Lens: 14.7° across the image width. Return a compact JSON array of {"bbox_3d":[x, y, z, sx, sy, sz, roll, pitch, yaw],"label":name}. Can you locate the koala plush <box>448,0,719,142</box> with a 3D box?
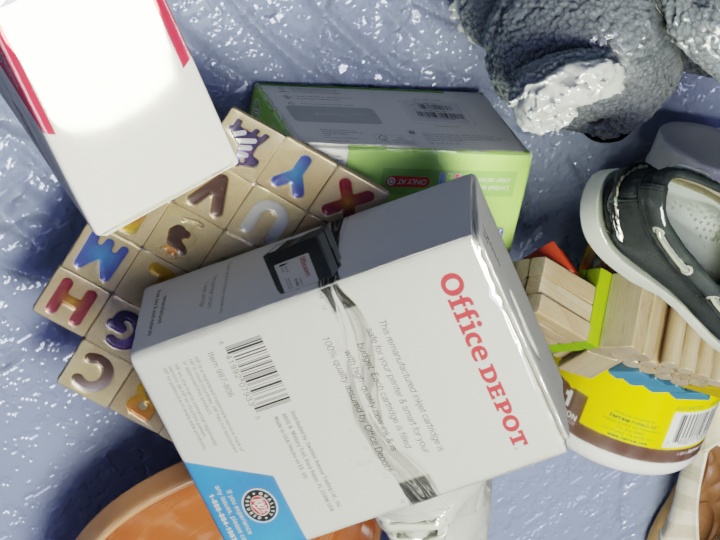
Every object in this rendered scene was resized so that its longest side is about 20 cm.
[{"bbox_3d":[0.158,-0.138,1.552,0.200,0.177,0.184,-11,127,-6],"label":"koala plush"}]

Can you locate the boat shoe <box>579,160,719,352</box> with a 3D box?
[{"bbox_3d":[0.207,0.000,1.536,0.200,0.060,0.076,23,70,-37],"label":"boat shoe"}]

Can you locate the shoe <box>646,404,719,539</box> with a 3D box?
[{"bbox_3d":[0.240,0.121,1.810,0.070,0.053,0.200,1,118,-24],"label":"shoe"}]

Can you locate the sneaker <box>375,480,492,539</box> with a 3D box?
[{"bbox_3d":[0.044,0.168,1.663,0.074,0.116,0.200,-3,166,14],"label":"sneaker"}]

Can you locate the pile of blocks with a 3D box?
[{"bbox_3d":[0.160,0.028,1.612,0.200,0.082,0.062,19,70,-16],"label":"pile of blocks"}]

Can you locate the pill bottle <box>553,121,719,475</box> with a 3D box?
[{"bbox_3d":[0.184,0.015,1.689,0.109,0.109,0.200,7,116,-26],"label":"pill bottle"}]

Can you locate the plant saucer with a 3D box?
[{"bbox_3d":[-0.085,0.168,1.686,0.200,0.032,0.200,-14,142,-12],"label":"plant saucer"}]

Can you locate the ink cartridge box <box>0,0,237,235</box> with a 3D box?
[{"bbox_3d":[-0.153,-0.132,1.401,0.084,0.200,0.145,-29,126,-8],"label":"ink cartridge box"}]

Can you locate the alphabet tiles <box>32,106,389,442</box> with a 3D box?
[{"bbox_3d":[-0.078,0.010,1.549,0.166,0.006,0.200,29,114,-13],"label":"alphabet tiles"}]

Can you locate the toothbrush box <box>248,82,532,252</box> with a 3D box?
[{"bbox_3d":[0.000,0.000,1.615,0.146,0.086,0.200,0,118,-21],"label":"toothbrush box"}]

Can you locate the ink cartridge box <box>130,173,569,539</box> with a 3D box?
[{"bbox_3d":[-0.003,0.053,1.519,0.200,0.084,0.145,-19,116,11],"label":"ink cartridge box"}]
